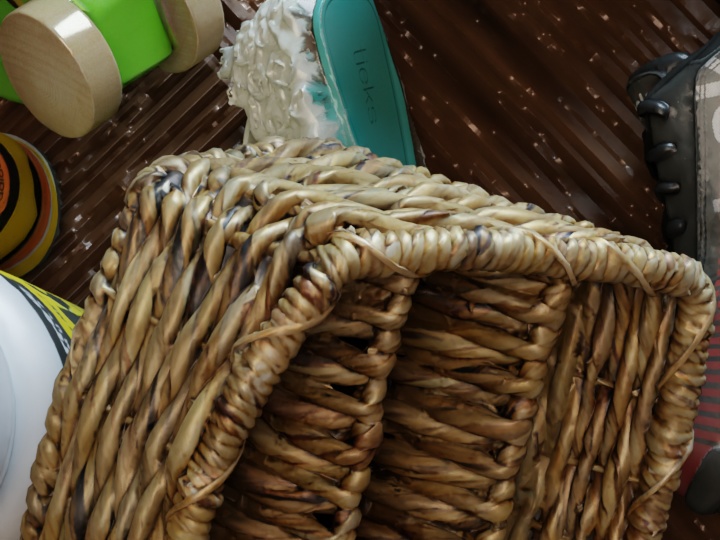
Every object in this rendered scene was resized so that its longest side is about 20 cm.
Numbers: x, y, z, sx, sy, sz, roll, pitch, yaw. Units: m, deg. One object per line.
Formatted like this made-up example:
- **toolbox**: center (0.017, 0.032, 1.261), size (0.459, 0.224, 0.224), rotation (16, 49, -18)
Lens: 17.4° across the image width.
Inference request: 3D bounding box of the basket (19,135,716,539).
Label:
- **basket**: center (-0.003, 0.075, 0.682), size (0.148, 0.142, 0.202), rotation (21, 106, 27)

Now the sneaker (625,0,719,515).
- **sneaker**: center (0.126, -0.020, 0.778), size (0.097, 0.071, 0.202), rotation (17, 83, 8)

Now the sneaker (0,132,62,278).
- **sneaker**: center (-0.207, -0.012, 0.807), size (0.199, 0.090, 0.071), rotation (-15, 81, 5)

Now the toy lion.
- **toy lion**: center (-0.153, -0.151, 0.794), size (0.069, 0.191, 0.201), rotation (-37, 119, -31)

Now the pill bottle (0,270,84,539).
- **pill bottle**: center (-0.134, 0.052, 0.734), size (0.113, 0.200, 0.115), rotation (-1, 83, 8)

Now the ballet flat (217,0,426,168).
- **ballet flat**: center (0.000, 0.000, 0.800), size (0.071, 0.072, 0.202), rotation (-16, 84, 5)
